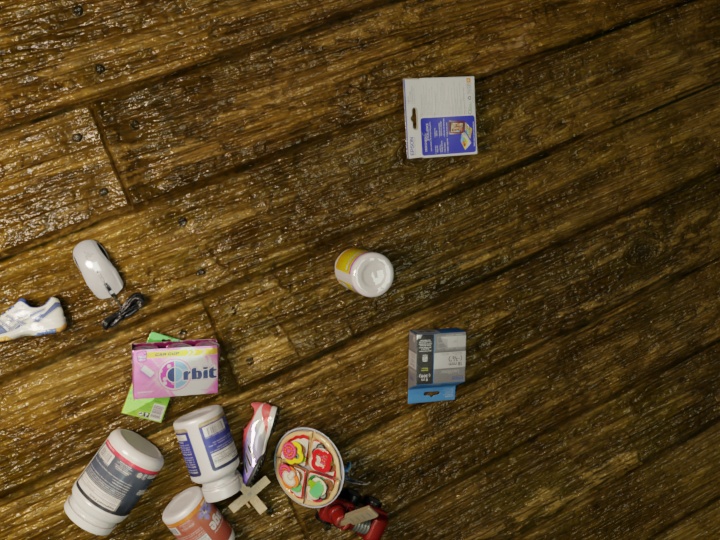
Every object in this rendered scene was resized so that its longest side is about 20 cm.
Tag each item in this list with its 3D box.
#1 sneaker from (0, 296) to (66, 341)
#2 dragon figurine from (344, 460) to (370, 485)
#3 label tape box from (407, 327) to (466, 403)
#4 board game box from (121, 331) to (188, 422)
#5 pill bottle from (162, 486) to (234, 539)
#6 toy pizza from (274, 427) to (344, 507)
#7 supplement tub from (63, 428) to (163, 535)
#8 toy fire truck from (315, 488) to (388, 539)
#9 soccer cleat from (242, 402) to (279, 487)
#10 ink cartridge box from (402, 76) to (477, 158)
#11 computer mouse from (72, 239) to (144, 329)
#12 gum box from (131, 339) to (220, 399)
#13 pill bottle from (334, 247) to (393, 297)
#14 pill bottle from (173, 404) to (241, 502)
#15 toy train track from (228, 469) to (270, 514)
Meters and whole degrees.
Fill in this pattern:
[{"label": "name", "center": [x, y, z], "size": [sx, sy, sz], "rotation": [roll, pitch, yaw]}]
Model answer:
[{"label": "sneaker", "center": [-0.748, 0.107, 1.502], "size": [0.199, 0.075, 0.089], "rotation": [-10, 88, -24]}, {"label": "dragon figurine", "center": [-0.076, 0.504, 1.727], "size": [0.099, 0.200, 0.059], "rotation": [-7, 118, -48]}, {"label": "label tape box", "center": [0.202, 0.257, 1.828], "size": [0.143, 0.063, 0.201], "rotation": [-2, 97, -17]}, {"label": "board game box", "center": [-0.479, 0.248, 1.622], "size": [0.095, 0.030, 0.201], "rotation": [20, 92, -21]}, {"label": "pill bottle", "center": [-0.373, 0.626, 1.658], "size": [0.112, 0.112, 0.200], "rotation": [-35, 106, -11]}, {"label": "toy pizza", "center": [-0.132, 0.486, 1.698], "size": [0.199, 0.032, 0.201], "rotation": [2, 95, 25]}, {"label": "supplement tub", "center": [-0.555, 0.475, 1.565], "size": [0.140, 0.140, 0.200], "rotation": [37, 85, -19]}, {"label": "toy fire truck", "center": [0.000, 0.618, 1.733], "size": [0.175, 0.200, 0.129], "rotation": [26, 89, -19]}, {"label": "soccer cleat", "center": [-0.259, 0.422, 1.690], "size": [0.073, 0.068, 0.201], "rotation": [17, 79, 2]}, {"label": "ink cartridge box", "center": [0.198, -0.389, 1.760], "size": [0.199, 0.047, 0.199], "rotation": [-6, 100, -16]}, {"label": "computer mouse", "center": [-0.576, 0.026, 1.554], "size": [0.109, 0.044, 0.201], "rotation": [-32, 105, -11]}, {"label": "gum box", "center": [-0.420, 0.225, 1.591], "size": [0.199, 0.066, 0.114], "rotation": [-1, 99, -20]}, {"label": "pill bottle", "center": [0.000, 0.000, 1.658], "size": [0.104, 0.200, 0.105], "rotation": [-2, 97, -18]}, {"label": "pill bottle", "center": [-0.351, 0.429, 1.623], "size": [0.119, 0.120, 0.201], "rotation": [-18, 93, -15]}, {"label": "toy train track", "center": [-0.301, 0.516, 1.713], "size": [0.115, 0.033, 0.200], "rotation": [-38, 99, -10]}]
